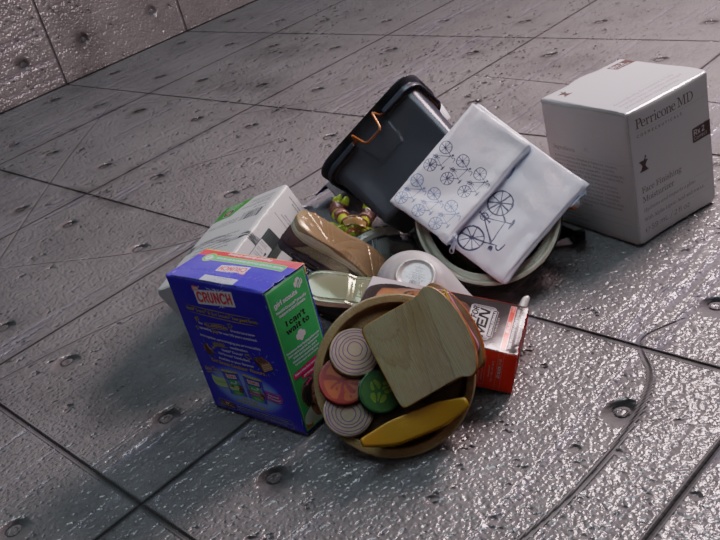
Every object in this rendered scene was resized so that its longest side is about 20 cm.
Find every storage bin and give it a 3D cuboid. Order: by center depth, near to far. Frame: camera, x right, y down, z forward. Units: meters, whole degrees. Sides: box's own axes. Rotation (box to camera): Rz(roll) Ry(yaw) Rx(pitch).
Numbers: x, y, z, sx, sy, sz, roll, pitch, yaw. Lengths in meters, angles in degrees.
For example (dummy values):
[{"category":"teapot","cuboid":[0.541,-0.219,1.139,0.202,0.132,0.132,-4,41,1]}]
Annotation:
[{"category":"storage bin","cuboid":[0.062,-0.161,1.324,0.200,0.145,0.134,-47,63,10]}]

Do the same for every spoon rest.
[{"category":"spoon rest","cuboid":[0.115,0.034,1.179,0.200,0.061,0.100,18,65,16]}]

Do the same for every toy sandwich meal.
[{"category":"toy sandwich meal","cuboid":[0.041,0.109,1.008,0.205,0.206,0.070,-12,-16,7]}]

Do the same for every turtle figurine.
[{"category":"turtle figurine","cuboid":[-0.001,-0.071,1.450,0.199,0.065,0.161,-2,20,0]}]

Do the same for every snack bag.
[{"category":"snack bag","cuboid":[0.172,-0.102,1.221,0.200,0.021,0.189,40,82,15]}]

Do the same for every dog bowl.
[{"category":"dog bowl","cuboid":[0.175,-0.066,1.260,0.200,0.201,0.074,-14,-16,3]}]

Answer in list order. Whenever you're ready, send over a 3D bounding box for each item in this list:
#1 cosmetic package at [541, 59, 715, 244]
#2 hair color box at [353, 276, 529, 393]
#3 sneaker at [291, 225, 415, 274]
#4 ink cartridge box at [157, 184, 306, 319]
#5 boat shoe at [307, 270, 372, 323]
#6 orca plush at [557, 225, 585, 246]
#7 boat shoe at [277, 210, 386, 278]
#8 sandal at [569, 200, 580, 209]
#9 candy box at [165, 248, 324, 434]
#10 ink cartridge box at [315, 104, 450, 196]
[{"category":"cosmetic package","cuboid":[0.385,-0.175,1.312,0.165,0.200,0.165,-29,31,-23]},{"category":"hair color box","cuboid":[0.095,0.075,1.101,0.199,0.061,0.102,10,35,12]},{"category":"sneaker","cuboid":[0.000,0.000,1.347,0.200,0.078,0.086,-18,56,-22]},{"category":"ink cartridge box","cuboid":[-0.176,-0.018,1.314,0.146,0.083,0.200,-15,30,42]},{"category":"boat shoe","cuboid":[0.019,0.055,1.219,0.199,0.066,0.075,9,53,0]},{"category":"orca plush","cuboid":[0.220,-0.055,1.314,0.200,0.071,0.105,-3,30,22]},{"category":"boat shoe","cuboid":[-0.026,-0.009,1.262,0.065,0.200,0.072,-39,34,29]},{"category":"sandal","cuboid":[0.249,-0.095,1.363,0.079,0.059,0.207,21,3,-18]},{"category":"candy box","cuboid":[-0.127,0.082,1.104,0.169,0.200,0.077,10,37,38]},{"category":"ink cartridge box","cuboid":[0.038,-0.199,1.605,0.196,0.043,0.200,-33,-5,-34]}]
